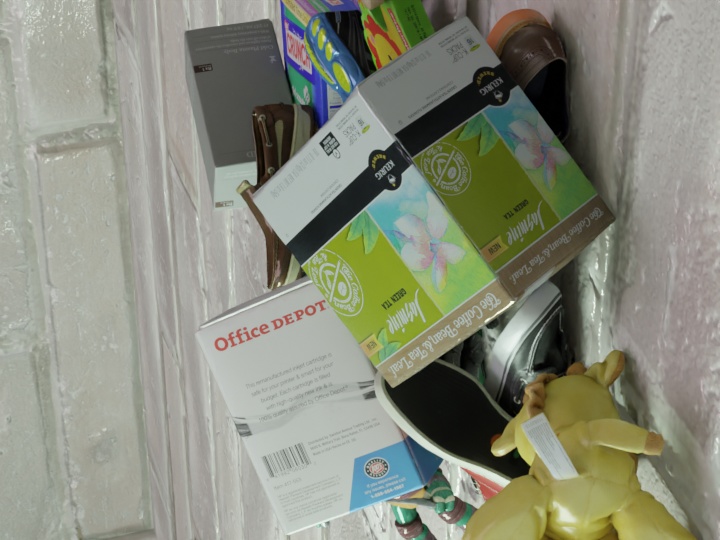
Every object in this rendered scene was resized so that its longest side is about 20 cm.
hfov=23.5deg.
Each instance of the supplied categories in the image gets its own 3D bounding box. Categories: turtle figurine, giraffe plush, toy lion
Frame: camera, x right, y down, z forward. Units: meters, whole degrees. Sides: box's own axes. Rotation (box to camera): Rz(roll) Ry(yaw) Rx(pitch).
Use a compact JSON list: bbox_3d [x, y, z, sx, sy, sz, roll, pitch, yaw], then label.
[{"bbox_3d":[0.037,0.212,1.653,0.149,0.200,0.101,-13,46,38],"label":"turtle figurine"},{"bbox_3d":[0.157,0.150,1.290,0.162,0.171,0.201,-83,-20,-64],"label":"giraffe plush"},{"bbox_3d":[0.041,-0.201,1.561,0.201,0.068,0.192,63,172,-14],"label":"toy lion"}]

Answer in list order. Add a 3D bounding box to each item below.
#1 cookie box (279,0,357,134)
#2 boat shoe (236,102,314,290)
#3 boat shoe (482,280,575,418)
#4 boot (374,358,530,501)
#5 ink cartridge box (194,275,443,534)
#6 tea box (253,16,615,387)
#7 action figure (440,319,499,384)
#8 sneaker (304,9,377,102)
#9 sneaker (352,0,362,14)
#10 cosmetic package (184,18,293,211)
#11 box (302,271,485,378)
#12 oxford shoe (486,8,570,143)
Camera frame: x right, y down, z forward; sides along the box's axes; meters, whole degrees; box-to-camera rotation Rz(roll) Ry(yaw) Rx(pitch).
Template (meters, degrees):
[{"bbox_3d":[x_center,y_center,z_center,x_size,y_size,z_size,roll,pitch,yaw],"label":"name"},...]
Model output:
[{"bbox_3d":[-0.030,-0.194,1.863,0.171,0.075,0.202,-126,31,-62],"label":"cookie box"},{"bbox_3d":[-0.093,-0.075,1.790,0.075,0.074,0.204,132,143,-68],"label":"boat shoe"},{"bbox_3d":[0.145,0.080,1.423,0.066,0.070,0.201,36,149,14],"label":"boat shoe"},{"bbox_3d":[0.090,0.152,1.478,0.199,0.073,0.144,34,160,2],"label":"boot"},{"bbox_3d":[-0.034,0.109,1.516,0.201,0.146,0.086,67,-159,-4],"label":"ink cartridge box"},{"bbox_3d":[0.053,-0.048,1.342,0.197,0.133,0.200,52,145,2],"label":"tea box"},{"bbox_3d":[0.089,0.039,1.570,0.118,0.054,0.201,35,-137,-48],"label":"action figure"},{"bbox_3d":[0.021,-0.178,1.700,0.200,0.082,0.071,59,152,15],"label":"sneaker"},{"bbox_3d":[0.032,-0.285,1.630,0.084,0.080,0.200,61,170,4],"label":"sneaker"},{"bbox_3d":[-0.129,-0.171,1.910,0.091,0.106,0.201,97,160,-53],"label":"cosmetic package"},{"bbox_3d":[0.028,0.058,1.726,0.200,0.123,0.198,140,121,-73],"label":"box"},{"bbox_3d":[0.125,-0.102,1.372,0.073,0.071,0.201,-124,28,-46],"label":"oxford shoe"}]
